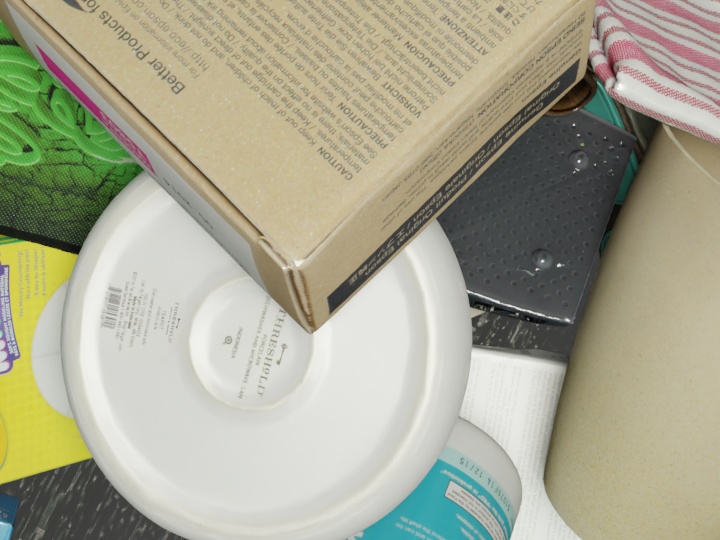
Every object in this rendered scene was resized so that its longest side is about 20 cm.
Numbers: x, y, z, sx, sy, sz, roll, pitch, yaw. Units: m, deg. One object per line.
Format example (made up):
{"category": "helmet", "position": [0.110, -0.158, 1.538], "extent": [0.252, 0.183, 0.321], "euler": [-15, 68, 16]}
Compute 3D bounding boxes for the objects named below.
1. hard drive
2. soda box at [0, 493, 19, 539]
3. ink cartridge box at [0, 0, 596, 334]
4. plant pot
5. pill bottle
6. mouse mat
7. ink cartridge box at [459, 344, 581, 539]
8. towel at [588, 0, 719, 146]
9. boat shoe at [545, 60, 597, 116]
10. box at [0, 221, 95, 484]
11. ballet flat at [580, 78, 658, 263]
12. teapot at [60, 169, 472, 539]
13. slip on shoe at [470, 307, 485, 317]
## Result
{"category": "hard drive", "position": [0.037, -0.052, 0.760], "extent": [0.198, 0.042, 0.136], "euler": [22, 64, 5]}
{"category": "soda box", "position": [-0.288, 0.132, 0.745], "extent": [0.198, 0.064, 0.069], "euler": [18, 91, -12]}
{"category": "ink cartridge box", "position": [-0.032, -0.103, 0.565], "extent": [0.165, 0.075, 0.200], "euler": [-42, 71, -12]}
{"category": "plant pot", "position": [0.183, 0.054, 0.723], "extent": [0.186, 0.188, 0.201], "euler": [25, 111, -11]}
{"category": "pill bottle", "position": [0.005, 0.174, 0.709], "extent": [0.110, 0.111, 0.201], "euler": [34, 53, -11]}
{"category": "mouse mat", "position": [-0.113, -0.086, 0.654], "extent": [0.199, 0.007, 0.163], "euler": [16, 87, -46]}
{"category": "ink cartridge box", "position": [0.067, 0.125, 0.830], "extent": [0.197, 0.050, 0.165], "euler": [10, 93, 3]}
{"category": "towel", "position": [0.178, -0.127, 0.751], "extent": [0.145, 0.201, 0.030], "euler": [17, 125, -18]}
{"category": "boat shoe", "position": [0.059, -0.101, 0.685], "extent": [0.201, 0.075, 0.075], "euler": [-15, 71, -49]}
{"category": "box", "position": [-0.149, 0.033, 0.681], "extent": [0.198, 0.048, 0.119], "euler": [-12, 109, -43]}
{"category": "ballet flat", "position": [0.167, -0.042, 0.816], "extent": [0.064, 0.067, 0.202], "euler": [-37, 113, -42]}
{"category": "teapot", "position": [-0.037, 0.035, 0.654], "extent": [0.199, 0.146, 0.199], "euler": [-32, 86, 5]}
{"category": "slip on shoe", "position": [0.000, 0.000, 0.785], "extent": [0.197, 0.076, 0.061], "euler": [-10, 105, -2]}
